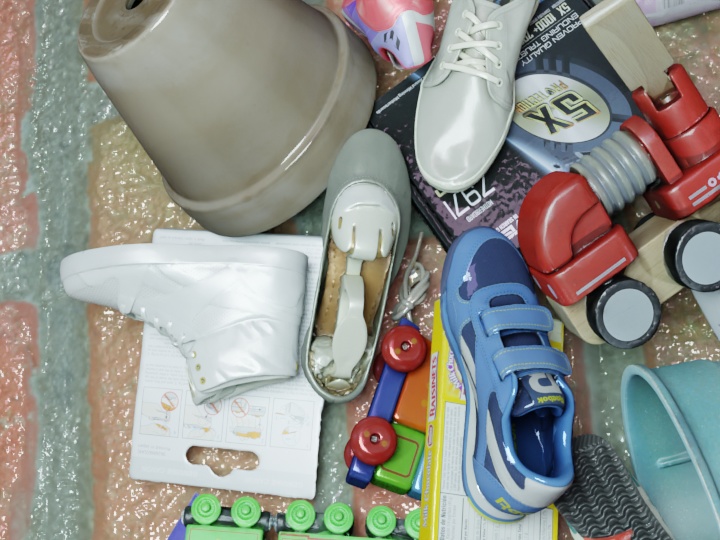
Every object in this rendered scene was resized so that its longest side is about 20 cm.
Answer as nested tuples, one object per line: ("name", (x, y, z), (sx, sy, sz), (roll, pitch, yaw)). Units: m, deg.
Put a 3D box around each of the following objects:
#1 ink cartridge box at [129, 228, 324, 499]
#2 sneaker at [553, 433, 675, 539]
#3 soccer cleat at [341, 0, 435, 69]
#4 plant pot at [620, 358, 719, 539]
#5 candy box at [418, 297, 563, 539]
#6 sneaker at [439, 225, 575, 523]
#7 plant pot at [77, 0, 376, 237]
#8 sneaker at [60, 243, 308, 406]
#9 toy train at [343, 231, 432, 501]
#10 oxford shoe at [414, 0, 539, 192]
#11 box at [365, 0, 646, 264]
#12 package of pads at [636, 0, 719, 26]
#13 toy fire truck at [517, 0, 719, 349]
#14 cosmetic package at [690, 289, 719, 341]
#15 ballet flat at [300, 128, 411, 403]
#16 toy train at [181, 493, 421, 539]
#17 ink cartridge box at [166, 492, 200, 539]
("ink cartridge box", (-0.095, 0.071, 0.929), (0.159, 0.050, 0.204), (3, 86, 13))
("sneaker", (0.191, 0.206, 0.768), (0.070, 0.093, 0.201), (-35, 46, 12))
("soccer cleat", (0.024, -0.190, 0.898), (0.066, 0.200, 0.078), (-15, 97, -1))
("plant pot", (0.294, 0.129, 0.746), (0.193, 0.201, 0.203), (-17, 71, 0))
("candy box", (0.094, 0.125, 0.820), (0.101, 0.026, 0.203), (12, 71, -19))
("sneaker", (0.105, 0.064, 0.781), (0.073, 0.082, 0.203), (-3, 77, -23))
("plant pot", (-0.114, -0.156, 0.883), (0.198, 0.173, 0.202), (-23, 47, 27))
("sneaker", (-0.140, 0.043, 0.881), (0.197, 0.074, 0.118), (0, 78, 11))
("toy train", (0.068, 0.078, 0.871), (0.114, 0.085, 0.203), (20, 72, 1))
("oxford shoe", (0.085, -0.156, 0.844), (0.074, 0.058, 0.203), (17, 81, 15))
("box", (0.125, -0.102, 0.896), (0.199, 0.086, 0.165), (-35, 71, 2))
("package of pads", (0.287, -0.271, 0.910), (0.197, 0.076, 0.122), (-14, 71, 9))
("toy fire truck", (0.175, -0.071, 0.772), (0.175, 0.129, 0.201), (-34, 99, 1))
("cosmetic package", (0.332, -0.018, 0.745), (0.150, 0.199, 0.052), (-38, 100, -23))
("ballet flat", (0.000, 0.000, 0.844), (0.066, 0.064, 0.203), (9, 99, -8))
("toy train", (-0.036, 0.201, 0.852), (0.196, 0.042, 0.057), (4, 64, 1))
("ink cartridge box", (-0.077, 0.260, 0.872), (0.198, 0.037, 0.095), (30, 83, 21))
